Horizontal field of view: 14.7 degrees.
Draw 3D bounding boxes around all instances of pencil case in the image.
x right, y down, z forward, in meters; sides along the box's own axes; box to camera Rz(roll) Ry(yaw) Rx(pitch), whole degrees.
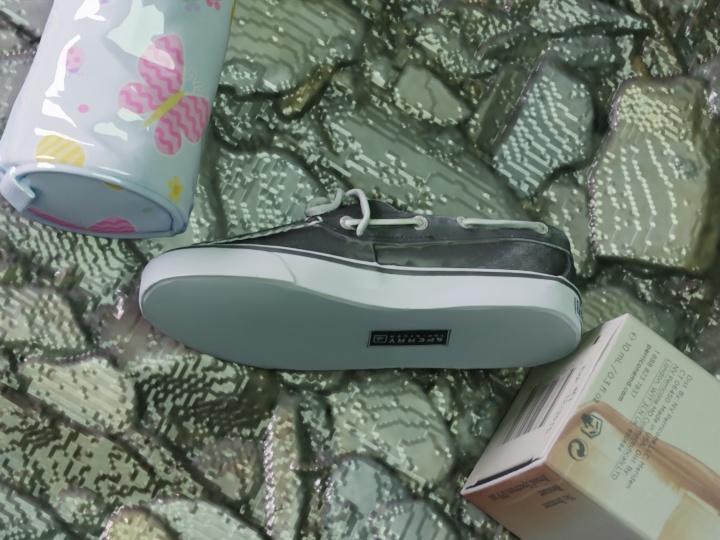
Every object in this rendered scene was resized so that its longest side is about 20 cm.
[{"bbox_3d":[-0.101,-0.114,1.237,0.091,0.083,0.201,20,69,-31],"label":"pencil case"}]

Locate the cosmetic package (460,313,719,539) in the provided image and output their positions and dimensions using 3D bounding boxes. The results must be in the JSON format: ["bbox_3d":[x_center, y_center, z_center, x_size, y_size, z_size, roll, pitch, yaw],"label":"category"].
[{"bbox_3d":[0.159,0.118,1.272,0.200,0.103,0.087,35,67,-8],"label":"cosmetic package"}]

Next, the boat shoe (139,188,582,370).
[{"bbox_3d":[0.001,-0.002,1.252,0.199,0.074,0.068,0,56,-5],"label":"boat shoe"}]
